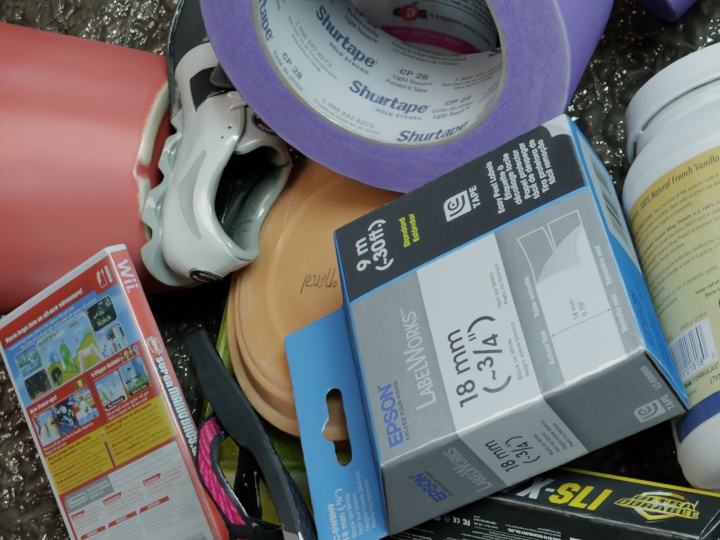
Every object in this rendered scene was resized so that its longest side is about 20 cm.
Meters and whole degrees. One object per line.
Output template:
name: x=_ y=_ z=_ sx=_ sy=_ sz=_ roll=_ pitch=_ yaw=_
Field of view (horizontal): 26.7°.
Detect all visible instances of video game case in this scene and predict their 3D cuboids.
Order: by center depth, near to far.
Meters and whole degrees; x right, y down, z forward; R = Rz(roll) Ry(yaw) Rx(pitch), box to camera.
video game case: x=-0.152 y=0.102 z=0.931 sx=0.143 sy=0.017 sz=0.201 roll=-28 pitch=81 yaw=43

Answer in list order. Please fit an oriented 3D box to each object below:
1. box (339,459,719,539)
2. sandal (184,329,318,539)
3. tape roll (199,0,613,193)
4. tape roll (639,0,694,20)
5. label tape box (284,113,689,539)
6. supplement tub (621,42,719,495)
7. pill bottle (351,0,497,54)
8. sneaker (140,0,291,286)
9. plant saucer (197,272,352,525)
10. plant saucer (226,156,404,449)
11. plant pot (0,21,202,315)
box: x=0.087 y=0.177 z=0.759 sx=0.199 sy=0.049 sz=0.161 roll=5 pitch=111 yaw=34
sandal: x=-0.066 y=0.109 z=0.822 sx=0.045 sy=0.075 sz=0.200 roll=-27 pitch=40 yaw=-8
tape roll: x=0.023 y=-0.141 z=0.772 sx=0.199 sy=0.201 sz=0.085 roll=-2 pitch=40 yaw=31
tape roll: x=0.134 y=-0.238 z=0.838 sx=0.085 sy=0.200 sz=0.200 roll=-45 pitch=55 yaw=10
label tape box: x=0.040 y=0.035 z=0.736 sx=0.199 sy=0.063 sz=0.145 roll=-26 pitch=50 yaw=17
supplement tub: x=0.208 y=0.000 z=0.742 sx=0.144 sy=0.144 sz=0.202 roll=-20 pitch=62 yaw=24
pill bottle: x=0.032 y=-0.196 z=0.948 sx=0.113 sy=0.113 sz=0.202 roll=-6 pitch=69 yaw=30
sneaker: x=-0.070 y=-0.091 z=0.900 sx=0.088 sy=0.074 sz=0.202 roll=-5 pitch=77 yaw=46
plant saucer: x=-0.022 y=0.058 z=0.899 sx=0.199 sy=0.048 sz=0.202 roll=-6 pitch=64 yaw=38
plant saucer: x=0.000 y=0.000 z=0.857 sx=0.199 sy=0.032 sz=0.202 roll=-20 pitch=56 yaw=32
plant pot: x=-0.183 y=-0.064 z=0.993 sx=0.176 sy=0.200 sz=0.202 roll=4 pitch=73 yaw=23
